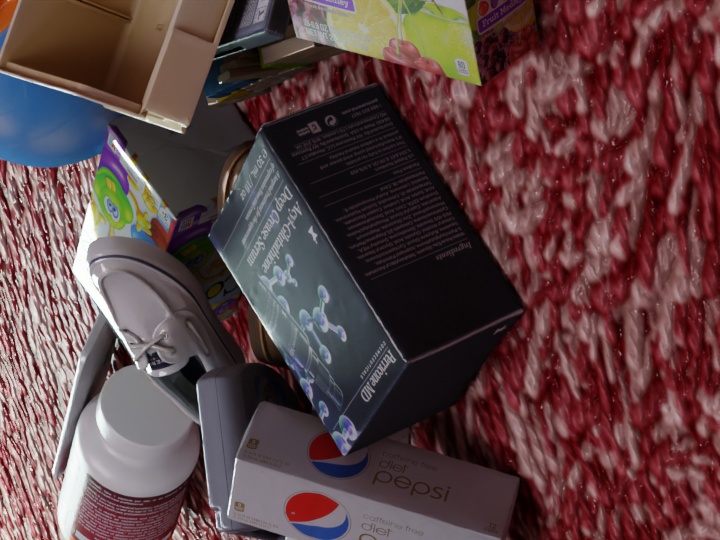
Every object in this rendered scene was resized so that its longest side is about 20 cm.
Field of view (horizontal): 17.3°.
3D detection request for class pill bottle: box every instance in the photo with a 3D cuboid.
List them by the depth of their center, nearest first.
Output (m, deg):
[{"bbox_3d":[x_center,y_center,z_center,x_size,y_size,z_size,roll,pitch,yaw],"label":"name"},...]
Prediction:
[{"bbox_3d":[-0.205,0.174,2.115,0.113,0.112,0.201,54,149,23],"label":"pill bottle"}]

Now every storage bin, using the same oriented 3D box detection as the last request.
[{"bbox_3d":[-0.156,-0.211,1.664,0.198,0.093,0.201,21,91,63],"label":"storage bin"}]

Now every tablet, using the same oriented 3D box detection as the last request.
[{"bbox_3d":[-0.239,0.087,2.123,0.014,0.131,0.201,21,141,-1],"label":"tablet"}]

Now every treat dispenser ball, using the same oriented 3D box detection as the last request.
[{"bbox_3d":[-0.248,-0.182,1.852,0.201,0.200,0.202,38,140,41],"label":"treat dispenser ball"}]

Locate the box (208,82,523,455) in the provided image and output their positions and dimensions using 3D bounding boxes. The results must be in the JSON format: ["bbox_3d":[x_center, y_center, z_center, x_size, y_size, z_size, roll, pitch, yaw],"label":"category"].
[{"bbox_3d":[0.000,0.000,1.659,0.201,0.107,0.149,57,149,17],"label":"box"}]

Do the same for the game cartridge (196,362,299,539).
[{"bbox_3d":[-0.079,0.140,1.832,0.200,0.040,0.135,34,-135,-75],"label":"game cartridge"}]

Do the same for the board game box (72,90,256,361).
[{"bbox_3d":[-0.149,-0.037,1.885,0.103,0.104,0.200,53,148,21],"label":"board game box"}]

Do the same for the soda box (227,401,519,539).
[{"bbox_3d":[0.009,0.163,1.691,0.198,0.064,0.068,16,134,6],"label":"soda box"}]

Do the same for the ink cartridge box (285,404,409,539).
[{"bbox_3d":[-0.009,0.148,1.787,0.037,0.094,0.201,43,143,37],"label":"ink cartridge box"}]

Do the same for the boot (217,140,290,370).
[{"bbox_3d":[-0.054,-0.007,1.794,0.075,0.073,0.201,19,135,41],"label":"boot"}]

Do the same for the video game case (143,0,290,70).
[{"bbox_3d":[-0.089,-0.218,1.665,0.200,0.019,0.144,-8,65,61],"label":"video game case"}]

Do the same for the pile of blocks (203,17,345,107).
[{"bbox_3d":[-0.076,-0.167,1.696,0.200,0.082,0.063,-20,82,60],"label":"pile of blocks"}]

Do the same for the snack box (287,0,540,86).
[{"bbox_3d":[0.016,-0.229,1.464,0.168,0.068,0.201,18,132,41],"label":"snack box"}]

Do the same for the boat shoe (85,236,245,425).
[{"bbox_3d":[-0.148,0.051,1.827,0.073,0.066,0.200,-15,137,27],"label":"boat shoe"}]
